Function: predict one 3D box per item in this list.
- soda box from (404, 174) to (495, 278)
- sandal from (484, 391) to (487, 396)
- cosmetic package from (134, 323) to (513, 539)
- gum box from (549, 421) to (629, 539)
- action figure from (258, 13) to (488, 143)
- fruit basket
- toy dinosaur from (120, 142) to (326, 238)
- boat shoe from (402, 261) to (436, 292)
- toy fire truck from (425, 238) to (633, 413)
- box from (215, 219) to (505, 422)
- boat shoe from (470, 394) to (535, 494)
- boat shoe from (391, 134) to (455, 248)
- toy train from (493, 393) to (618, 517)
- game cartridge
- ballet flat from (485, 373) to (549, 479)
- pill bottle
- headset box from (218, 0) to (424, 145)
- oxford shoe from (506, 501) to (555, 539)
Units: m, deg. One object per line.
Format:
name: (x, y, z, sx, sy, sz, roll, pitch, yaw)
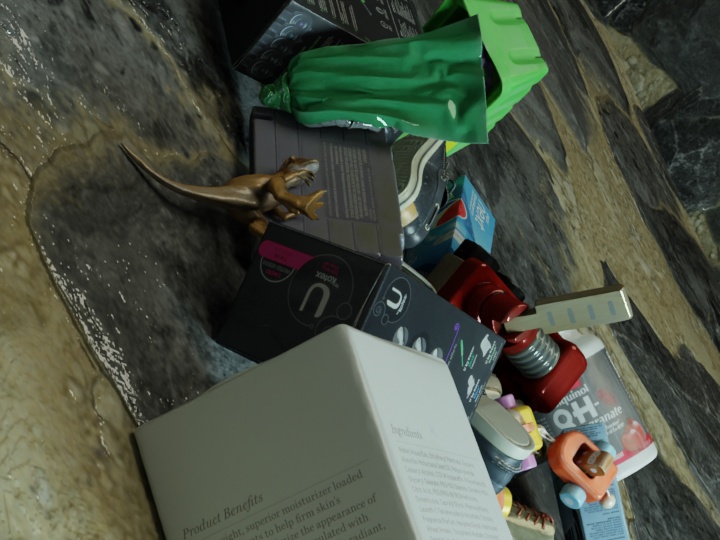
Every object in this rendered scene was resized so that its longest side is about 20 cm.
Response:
soda box: (0.097, -0.028, 1.698, 0.068, 0.064, 0.200, 56, 19, -17)
sandal: (0.080, 0.106, 1.446, 0.055, 0.082, 0.200, 9, -44, 55)
cosmetic package: (-0.012, 0.165, 1.006, 0.165, 0.165, 0.201, 24, 43, -61)
gum box: (0.227, 0.260, 1.523, 0.170, 0.044, 0.201, 84, -3, -74)
action figure: (0.009, -0.162, 1.401, 0.055, 0.199, 0.119, 95, -8, -76)
fruit basket: (0.085, -0.201, 1.781, 0.215, 0.215, 0.156, 11, 53, -66)
toy dinosaur: (-0.092, -0.056, 1.244, 0.106, 0.061, 0.200, 29, 19, 29)
boat shoe: (-0.001, -0.002, 1.420, 0.202, 0.060, 0.072, 38, 30, -50)
toy fire truck: (0.173, 0.061, 1.528, 0.176, 0.129, 0.200, 47, -11, -34)
box: (0.005, 0.054, 1.215, 0.122, 0.106, 0.200, 20, -7, 35)
boat shoe: (0.061, 0.108, 1.346, 0.200, 0.062, 0.075, 41, 18, 21)
boat shoe: (0.051, -0.084, 1.534, 0.062, 0.074, 0.200, 60, 23, -21)
toy train: (0.150, 0.191, 1.382, 0.150, 0.056, 0.200, 49, 58, -5)
game cartridge: (-0.031, -0.067, 1.352, 0.129, 0.038, 0.200, 11, 36, -13)
ballet flat: (0.121, 0.131, 1.546, 0.200, 0.064, 0.068, 47, 25, -36)
pill bottle: (0.238, 0.140, 1.761, 0.200, 0.111, 0.111, 63, 19, 4)
headset box: (-0.039, -0.235, 1.500, 0.200, 0.093, 0.174, 25, 33, -33)
oxford shoe: (0.135, 0.226, 1.435, 0.200, 0.075, 0.071, 52, 22, -25)
